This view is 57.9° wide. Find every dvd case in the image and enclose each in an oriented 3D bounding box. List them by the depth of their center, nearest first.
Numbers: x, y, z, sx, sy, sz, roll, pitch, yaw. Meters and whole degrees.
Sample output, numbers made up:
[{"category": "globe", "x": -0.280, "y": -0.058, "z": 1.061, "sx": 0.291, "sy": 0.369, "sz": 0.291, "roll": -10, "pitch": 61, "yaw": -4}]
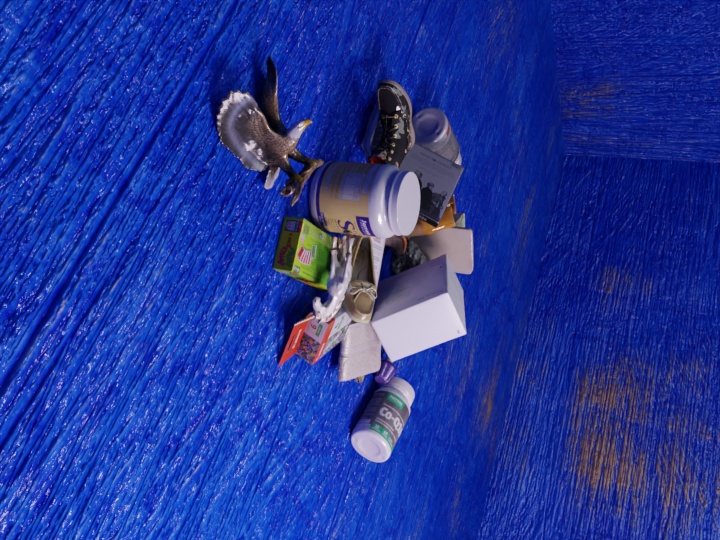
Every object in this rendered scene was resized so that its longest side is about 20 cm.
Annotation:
[{"category": "dvd case", "x": 0.155, "y": -0.213, "z": 1.578, "sx": 0.202, "sy": 0.148, "sz": 0.025, "roll": -61, "pitch": 177, "yaw": -35}]

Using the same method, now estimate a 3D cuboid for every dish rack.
[{"category": "dish rack", "x": 0.060, "y": -0.304, "z": 1.559, "sx": 0.201, "sy": 0.043, "sz": 0.175, "roll": 54, "pitch": 50, "yaw": -55}]

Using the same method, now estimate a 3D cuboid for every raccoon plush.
[{"category": "raccoon plush", "x": 0.155, "y": -0.041, "z": 1.725, "sx": 0.097, "sy": 0.131, "sz": 0.205, "roll": -41, "pitch": 133, "yaw": -51}]

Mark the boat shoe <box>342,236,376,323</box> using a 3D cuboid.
[{"category": "boat shoe", "x": 0.002, "y": 0.015, "z": 1.363, "sx": 0.063, "sy": 0.072, "sz": 0.204, "roll": 125, "pitch": -24, "yaw": -46}]

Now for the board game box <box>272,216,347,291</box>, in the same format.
[{"category": "board game box", "x": -0.096, "y": -0.027, "z": 1.305, "sx": 0.199, "sy": 0.047, "sz": 0.104, "roll": 30, "pitch": 71, "yaw": -62}]

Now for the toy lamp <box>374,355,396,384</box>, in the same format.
[{"category": "toy lamp", "x": 0.089, "y": 0.219, "z": 1.752, "sx": 0.202, "sy": 0.057, "sz": 0.059, "roll": -61, "pitch": 147, "yaw": -42}]

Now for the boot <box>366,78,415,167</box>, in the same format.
[{"category": "boot", "x": 0.062, "y": -0.302, "z": 1.445, "sx": 0.202, "sy": 0.071, "sz": 0.153, "roll": 70, "pitch": 37, "yaw": -52}]

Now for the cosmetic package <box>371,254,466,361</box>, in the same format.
[{"category": "cosmetic package", "x": 0.142, "y": 0.087, "z": 1.575, "sx": 0.125, "sy": 0.196, "sz": 0.201, "roll": 60, "pitch": 18, "yaw": -23}]

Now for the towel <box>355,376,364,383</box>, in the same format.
[{"category": "towel", "x": 0.014, "y": 0.164, "z": 1.617, "sx": 0.203, "sy": 0.022, "sz": 0.145, "roll": -64, "pitch": 148, "yaw": -33}]

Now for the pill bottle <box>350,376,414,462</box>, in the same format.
[{"category": "pill bottle", "x": 0.062, "y": 0.378, "z": 1.673, "sx": 0.201, "sy": 0.110, "sz": 0.115, "roll": -55, "pitch": 143, "yaw": -44}]

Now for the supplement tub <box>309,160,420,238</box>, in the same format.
[{"category": "supplement tub", "x": 0.010, "y": -0.144, "z": 1.321, "sx": 0.145, "sy": 0.195, "sz": 0.150, "roll": -27, "pitch": 121, "yaw": -58}]

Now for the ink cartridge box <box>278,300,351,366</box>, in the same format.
[{"category": "ink cartridge box", "x": -0.082, "y": 0.128, "z": 1.330, "sx": 0.199, "sy": 0.050, "sz": 0.111, "roll": -34, "pitch": 152, "yaw": -58}]

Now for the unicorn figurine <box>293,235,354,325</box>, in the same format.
[{"category": "unicorn figurine", "x": -0.049, "y": 0.016, "z": 1.273, "sx": 0.200, "sy": 0.072, "sz": 0.141, "roll": -43, "pitch": 145, "yaw": -60}]

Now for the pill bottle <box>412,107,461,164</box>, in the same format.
[{"category": "pill bottle", "x": 0.208, "y": -0.342, "z": 1.778, "sx": 0.200, "sy": 0.111, "sz": 0.117, "roll": 43, "pitch": 59, "yaw": -59}]

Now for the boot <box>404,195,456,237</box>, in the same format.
[{"category": "boot", "x": 0.165, "y": -0.177, "z": 1.635, "sx": 0.071, "sy": 0.140, "sz": 0.205, "roll": 62, "pitch": 17, "yaw": -58}]

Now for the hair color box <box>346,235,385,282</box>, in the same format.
[{"category": "hair color box", "x": 0.000, "y": 0.000, "z": 1.499, "sx": 0.099, "sy": 0.059, "sz": 0.206, "roll": 20, "pitch": 79, "yaw": -64}]

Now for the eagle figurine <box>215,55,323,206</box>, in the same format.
[{"category": "eagle figurine", "x": -0.146, "y": -0.232, "z": 1.093, "sx": 0.201, "sy": 0.150, "sz": 0.152, "roll": 49, "pitch": 3, "yaw": -21}]

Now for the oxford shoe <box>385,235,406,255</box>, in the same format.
[{"category": "oxford shoe", "x": 0.062, "y": -0.090, "z": 1.621, "sx": 0.073, "sy": 0.071, "sz": 0.201, "roll": -43, "pitch": 145, "yaw": -12}]

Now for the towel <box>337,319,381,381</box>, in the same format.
[{"category": "towel", "x": 0.004, "y": 0.183, "z": 1.539, "sx": 0.199, "sy": 0.034, "sz": 0.137, "roll": -3, "pitch": 98, "yaw": -63}]

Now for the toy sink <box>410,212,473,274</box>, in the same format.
[{"category": "toy sink", "x": 0.232, "y": -0.084, "z": 1.802, "sx": 0.112, "sy": 0.195, "sz": 0.133, "roll": -43, "pitch": 134, "yaw": -51}]
